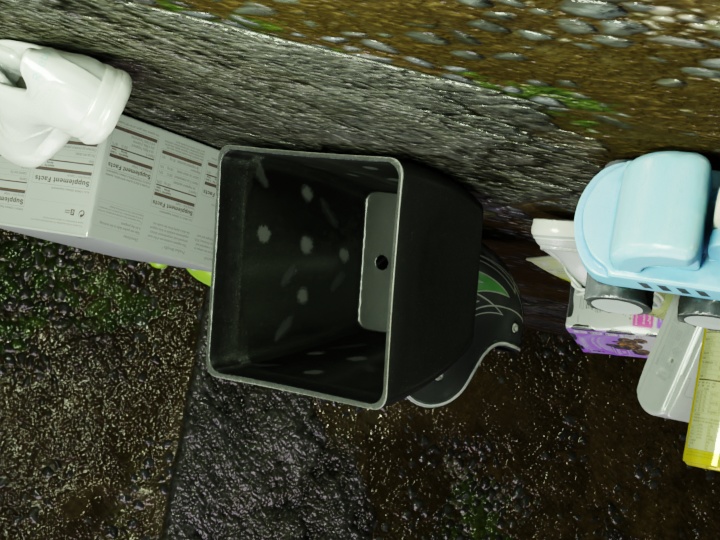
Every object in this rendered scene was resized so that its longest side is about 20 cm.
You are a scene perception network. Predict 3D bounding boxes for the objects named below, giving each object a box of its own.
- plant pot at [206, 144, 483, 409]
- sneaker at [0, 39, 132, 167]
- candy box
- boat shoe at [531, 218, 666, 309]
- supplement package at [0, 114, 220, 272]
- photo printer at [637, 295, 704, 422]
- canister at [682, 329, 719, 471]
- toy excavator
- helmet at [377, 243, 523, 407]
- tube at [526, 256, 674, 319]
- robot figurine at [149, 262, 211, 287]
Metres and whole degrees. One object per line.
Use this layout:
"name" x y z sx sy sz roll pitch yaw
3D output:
"plant pot" 0.000 0.000 1.338 0.199 0.201 0.177 8 -174 36
"sneaker" -0.233 -0.126 1.071 0.088 0.076 0.200 27 163 -27
"candy box" 0.349 0.058 1.781 0.198 0.072 0.168 5 169 17
"boat shoe" 0.226 -0.004 1.431 0.072 0.069 0.199 8 175 39
"supplement package" -0.226 -0.073 1.393 0.155 0.112 0.200 8 175 34
"photo printer" 0.398 0.087 1.591 0.199 0.168 0.069 12 -165 -31
"canister" 0.390 0.097 1.458 0.147 0.202 0.087 11 175 -6
"toy excavator" 0.224 -0.032 0.956 0.193 0.101 0.200 8 167 18
"helmet" 0.076 0.044 1.671 0.200 0.191 0.200 44 169 11
"tube" 0.277 0.014 1.620 0.199 0.052 0.058 17 131 -20
"robot figurine" -0.134 -0.036 1.619 0.174 0.117 0.200 13 176 3
